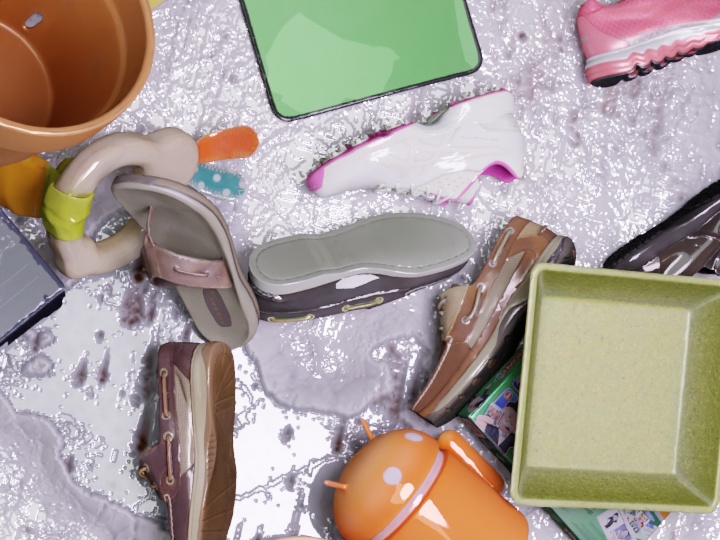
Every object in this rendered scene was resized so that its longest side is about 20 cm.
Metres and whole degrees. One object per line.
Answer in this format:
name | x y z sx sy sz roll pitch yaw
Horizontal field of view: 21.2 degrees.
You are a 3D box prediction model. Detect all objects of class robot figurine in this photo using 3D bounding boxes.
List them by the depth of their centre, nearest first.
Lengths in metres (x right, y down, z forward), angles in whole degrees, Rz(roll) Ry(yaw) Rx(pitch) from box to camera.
robot figurine | 0.059 0.213 1.598 0.200 0.117 0.144 41 91 -8

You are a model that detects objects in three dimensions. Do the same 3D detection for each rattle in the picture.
rattle | -0.205 -0.087 1.624 0.200 0.143 0.131 -38 125 -28

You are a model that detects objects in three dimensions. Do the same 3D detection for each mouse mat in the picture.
mouse mat | -0.003 -0.229 1.691 0.199 0.008 0.162 -16 87 -12

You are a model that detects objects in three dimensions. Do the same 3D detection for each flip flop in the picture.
flip flop | -0.143 -0.001 1.561 0.081 0.200 0.058 3 46 28

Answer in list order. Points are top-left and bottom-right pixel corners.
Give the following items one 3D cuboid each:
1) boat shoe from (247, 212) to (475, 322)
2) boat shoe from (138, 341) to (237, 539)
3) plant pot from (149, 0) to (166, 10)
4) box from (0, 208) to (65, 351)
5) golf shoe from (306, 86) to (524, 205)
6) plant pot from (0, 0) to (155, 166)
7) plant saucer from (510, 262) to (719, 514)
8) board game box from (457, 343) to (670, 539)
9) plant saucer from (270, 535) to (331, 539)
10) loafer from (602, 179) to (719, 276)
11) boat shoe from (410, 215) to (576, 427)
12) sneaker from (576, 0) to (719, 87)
boat shoe | 0.000 0.000 1.642 0.200 0.061 0.072 -8 47 -16
boat shoe | -0.148 0.157 1.598 0.072 0.072 0.201 3 94 19
plant pot | -0.217 -0.303 1.569 0.200 0.201 0.189 -37 106 -13
box | -0.374 0.006 1.535 0.197 0.117 0.200 -40 92 -13
golf shoe | 0.053 -0.090 1.655 0.199 0.075 0.092 -21 92 -12
plant pot | -0.275 -0.167 1.472 0.199 0.140 0.201 12 63 -25
plant saucer | 0.215 0.100 1.624 0.199 0.048 0.201 5 90 -21
board game box | 0.196 0.148 1.662 0.135 0.029 0.200 -45 105 -13
plant saucer | -0.053 0.323 1.608 0.199 0.037 0.201 1 85 -11
loafer | 0.310 -0.028 1.707 0.200 0.073 0.072 -32 97 -5
boat shoe | 0.104 0.041 1.657 0.074 0.076 0.200 35 84 16
sneaker | 0.285 -0.233 1.716 0.199 0.074 0.087 -19 87 -13
